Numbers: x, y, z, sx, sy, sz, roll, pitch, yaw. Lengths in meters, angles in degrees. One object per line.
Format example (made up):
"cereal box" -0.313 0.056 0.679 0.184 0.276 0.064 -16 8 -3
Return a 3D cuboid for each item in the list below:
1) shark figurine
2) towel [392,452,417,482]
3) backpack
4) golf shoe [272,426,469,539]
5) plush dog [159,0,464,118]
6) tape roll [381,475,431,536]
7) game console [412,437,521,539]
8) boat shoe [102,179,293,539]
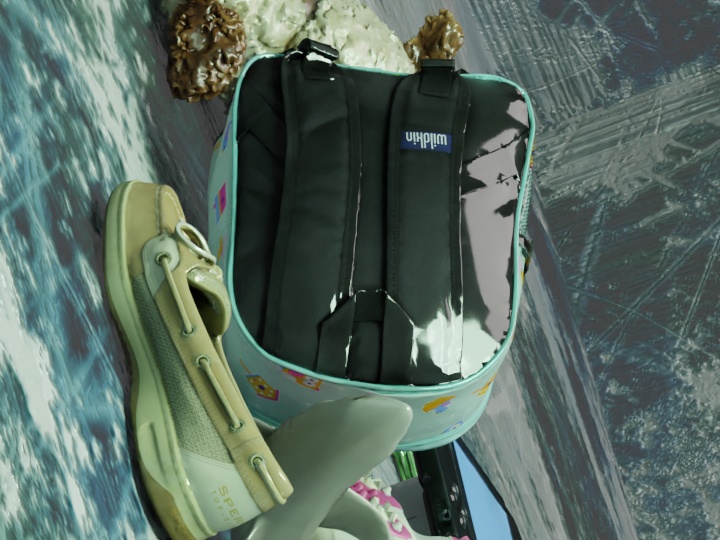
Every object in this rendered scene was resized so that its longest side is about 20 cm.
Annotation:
"shark figurine" -0.037 0.151 1.432 0.090 0.128 0.215 -55 149 -50
"towel" 0.056 0.164 2.167 0.153 0.023 0.201 -68 138 -80
"backpack" 0.000 0.000 1.605 0.154 0.175 0.201 112 -17 -52
"golf shoe" 0.003 0.156 1.507 0.200 0.092 0.075 34 10 -5
"plush dog" -0.049 -0.136 1.796 0.172 0.160 0.200 38 20 -23
"tape roll" 0.053 0.222 1.818 0.202 0.071 0.203 -19 90 -82
"game console" 0.119 0.167 1.728 0.200 0.116 0.176 57 17 -55
"boat shoe" -0.075 0.035 1.390 0.073 0.063 0.201 63 11 -46
